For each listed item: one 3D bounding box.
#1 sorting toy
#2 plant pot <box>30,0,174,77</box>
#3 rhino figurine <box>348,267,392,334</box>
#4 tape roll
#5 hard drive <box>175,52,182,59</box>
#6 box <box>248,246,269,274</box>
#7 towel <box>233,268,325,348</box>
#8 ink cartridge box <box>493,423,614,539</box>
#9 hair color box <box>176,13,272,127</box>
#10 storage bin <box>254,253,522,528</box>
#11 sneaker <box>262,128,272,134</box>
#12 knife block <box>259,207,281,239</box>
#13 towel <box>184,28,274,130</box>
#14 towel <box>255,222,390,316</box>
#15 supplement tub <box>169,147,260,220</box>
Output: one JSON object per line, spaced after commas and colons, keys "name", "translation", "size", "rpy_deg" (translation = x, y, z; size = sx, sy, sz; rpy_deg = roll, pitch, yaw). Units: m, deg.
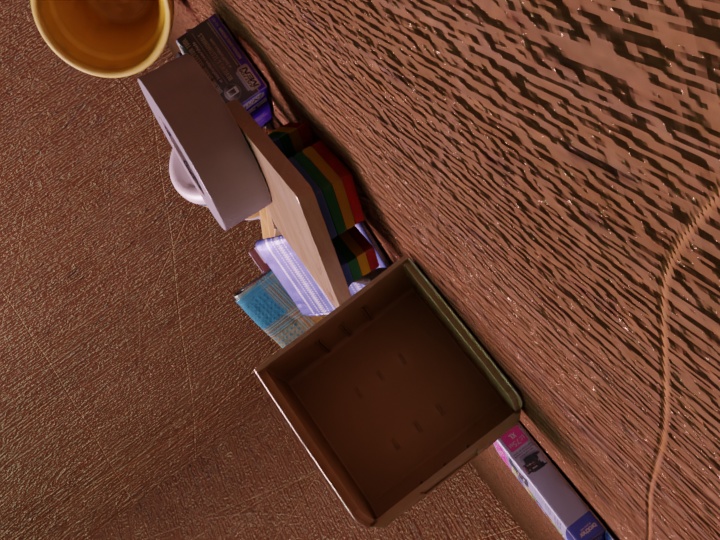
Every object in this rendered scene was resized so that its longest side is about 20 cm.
{"name": "sorting toy", "translation": [-0.059, -0.083, 0.847], "size": [0.199, 0.069, 0.200], "rpy_deg": [51, 167, 40]}
{"name": "plant pot", "translation": [-0.390, -0.427, 1.156], "size": [0.201, 0.200, 0.189], "rpy_deg": [56, -170, -31]}
{"name": "rhino figurine", "translation": [0.057, 0.070, 0.887], "size": [0.200, 0.087, 0.060], "rpy_deg": [50, 137, 30]}
{"name": "tape roll", "translation": [-0.183, -0.149, 0.874], "size": [0.201, 0.066, 0.200], "rpy_deg": [57, 170, 15]}
{"name": "hard drive", "translation": [-0.241, -0.218, 1.132], "size": [0.201, 0.042, 0.135], "rpy_deg": [63, 146, 21]}
{"name": "box", "translation": [-0.102, 0.004, 1.545], "size": [0.166, 0.164, 0.200], "rpy_deg": [53, 176, 17]}
{"name": "towel", "translation": [-0.077, 0.066, 1.126], "size": [0.200, 0.146, 0.022], "rpy_deg": [49, -164, -26]}
{"name": "ink cartridge box", "translation": [0.226, 0.264, 0.853], "size": [0.200, 0.042, 0.119], "rpy_deg": [49, 175, 34]}
{"name": "hair color box", "translation": [-0.173, -0.246, 0.974], "size": [0.110, 0.065, 0.200], "rpy_deg": [54, 178, -3]}
{"name": "storage bin", "translation": [0.033, 0.130, 0.775], "size": [0.199, 0.200, 0.094], "rpy_deg": [52, 177, 21]}
{"name": "sneaker", "translation": [-0.084, -0.126, 1.039], "size": [0.088, 0.075, 0.200], "rpy_deg": [31, -162, -52]}
{"name": "knife block", "translation": [-0.120, -0.056, 1.164], "size": [0.176, 0.064, 0.201], "rpy_deg": [106, 149, -55]}
{"name": "towel", "translation": [-0.200, -0.285, 1.175], "size": [0.133, 0.034, 0.200], "rpy_deg": [47, 173, 48]}
{"name": "towel", "translation": [-0.040, -0.002, 1.011], "size": [0.199, 0.024, 0.145], "rpy_deg": [-10, 125, 39]}
{"name": "supplement tub", "translation": [-0.216, -0.168, 1.282], "size": [0.145, 0.145, 0.200], "rpy_deg": [52, -166, 23]}
